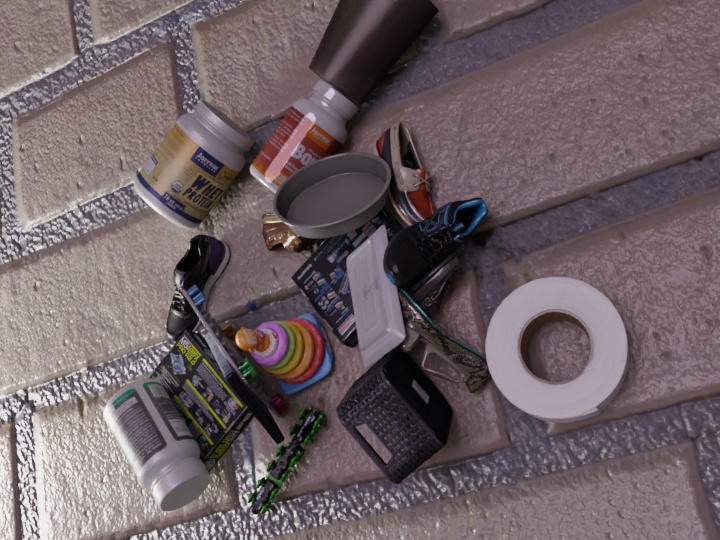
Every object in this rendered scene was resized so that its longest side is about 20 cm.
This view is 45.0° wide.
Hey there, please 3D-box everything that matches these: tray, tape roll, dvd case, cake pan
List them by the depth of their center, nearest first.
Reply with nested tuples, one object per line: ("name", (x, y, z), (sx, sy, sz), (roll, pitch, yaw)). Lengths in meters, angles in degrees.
("tape roll", (0.282, 0.115, 1.244), (0.200, 0.071, 0.205), (-5, 75, 18))
("tray", (0.016, 0.037, 1.338), (0.107, 0.022, 0.202), (-40, 48, 41))
("cake pan", (-0.042, -0.118, 1.388), (0.197, 0.037, 0.201), (-13, 37, 10))
("dvd case", (-0.188, 0.184, 1.389), (0.017, 0.143, 0.200), (-36, 23, -7))

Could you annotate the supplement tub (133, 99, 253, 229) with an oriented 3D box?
("supplement tub", (-0.300, -0.193, 1.581), (0.144, 0.144, 0.201), (43, 99, 28))

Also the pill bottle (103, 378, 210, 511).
("pill bottle", (-0.338, 0.291, 1.453), (0.113, 0.113, 0.201), (-44, 63, 11))

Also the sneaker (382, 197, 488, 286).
("sneaker", (0.112, -0.052, 1.318), (0.200, 0.082, 0.074), (-42, 100, -28))

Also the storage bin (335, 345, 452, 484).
("storage bin", (0.054, 0.203, 1.263), (0.094, 0.200, 0.135), (-41, 89, 12))

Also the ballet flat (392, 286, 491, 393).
("ballet flat", (0.109, 0.112, 1.310), (0.199, 0.068, 0.076), (39, 84, 1))

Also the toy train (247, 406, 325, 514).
("toy train", (-0.120, 0.309, 1.420), (0.041, 0.056, 0.201), (32, 93, 14))

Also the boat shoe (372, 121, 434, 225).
("boat shoe", (0.080, -0.151, 1.417), (0.062, 0.071, 0.202), (-41, 57, 32))

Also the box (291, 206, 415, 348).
("box", (0.000, 0.000, 1.439), (0.200, 0.046, 0.159), (-47, 62, 9))

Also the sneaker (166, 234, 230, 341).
("sneaker", (-0.316, 0.028, 1.568), (0.075, 0.087, 0.202), (22, 89, 29))

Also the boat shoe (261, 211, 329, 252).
("boat shoe", (-0.098, -0.064, 1.475), (0.199, 0.071, 0.069), (0, 88, 50))

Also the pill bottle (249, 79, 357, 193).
("pill bottle", (-0.094, -0.222, 1.502), (0.112, 0.112, 0.201), (39, 97, 28))

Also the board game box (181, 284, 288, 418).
("board game box", (-0.201, 0.134, 1.426), (0.026, 0.200, 0.200), (-36, 63, -7))

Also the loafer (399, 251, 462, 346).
("loafer", (0.094, 0.055, 1.376), (0.200, 0.072, 0.063), (-44, 87, 17))

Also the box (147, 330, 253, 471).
("box", (-0.290, 0.232, 1.532), (0.200, 0.044, 0.161), (43, 98, 28))

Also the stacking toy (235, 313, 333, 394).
("stacking toy", (-0.138, 0.120, 1.392), (0.109, 0.200, 0.117), (-30, 66, 17))

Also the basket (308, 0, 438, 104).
("basket", (0.011, -0.399, 1.485), (0.180, 0.136, 0.201), (38, 100, 32))
